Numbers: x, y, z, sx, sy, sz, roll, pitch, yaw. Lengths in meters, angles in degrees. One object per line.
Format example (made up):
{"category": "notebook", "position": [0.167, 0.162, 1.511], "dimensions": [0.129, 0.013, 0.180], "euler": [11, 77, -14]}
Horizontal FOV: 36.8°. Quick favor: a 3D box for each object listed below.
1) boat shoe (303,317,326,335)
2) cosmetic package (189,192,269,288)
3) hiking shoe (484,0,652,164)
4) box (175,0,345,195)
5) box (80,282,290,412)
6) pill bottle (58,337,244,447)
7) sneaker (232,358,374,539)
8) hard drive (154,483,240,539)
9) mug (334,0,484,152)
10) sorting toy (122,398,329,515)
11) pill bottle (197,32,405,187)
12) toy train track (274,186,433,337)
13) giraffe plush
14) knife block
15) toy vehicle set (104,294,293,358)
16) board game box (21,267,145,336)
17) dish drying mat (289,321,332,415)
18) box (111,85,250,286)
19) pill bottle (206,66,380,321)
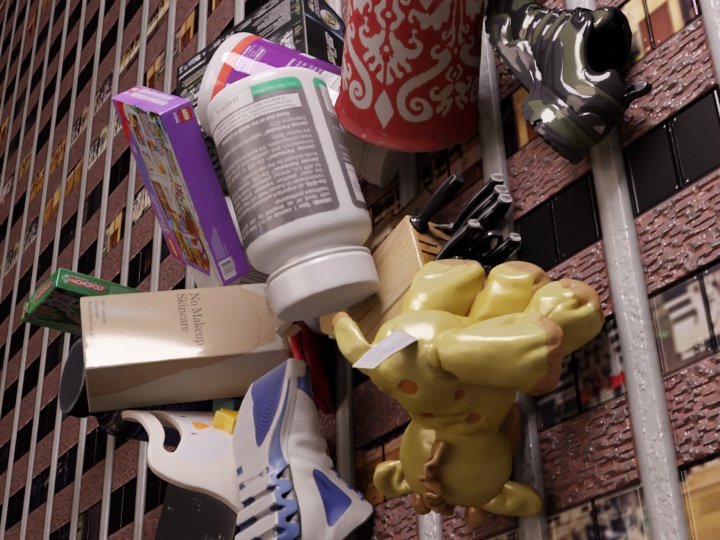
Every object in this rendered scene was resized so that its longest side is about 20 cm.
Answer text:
{"category": "boat shoe", "position": [-0.037, -0.035, 1.112], "dimensions": [0.071, 0.072, 0.201], "euler": [-25, 62, 34]}
{"category": "cosmetic package", "position": [-0.152, -0.038, 1.298], "dimensions": [0.113, 0.081, 0.200], "euler": [-60, 32, 22]}
{"category": "hiking shoe", "position": [0.168, -0.176, 0.862], "dimensions": [0.101, 0.076, 0.201], "euler": [-36, 46, 23]}
{"category": "box", "position": [-0.113, -0.209, 1.241], "dimensions": [0.200, 0.086, 0.164], "euler": [-30, 44, 24]}
{"category": "box", "position": [-0.177, 0.076, 1.092], "dimensions": [0.078, 0.199, 0.095], "euler": [101, 157, -48]}
{"category": "pill bottle", "position": [-0.229, 0.138, 1.221], "dimensions": [0.112, 0.199, 0.112], "euler": [-33, 49, 48]}
{"category": "sneaker", "position": [-0.051, 0.192, 0.989], "dimensions": [0.080, 0.115, 0.200], "euler": [-31, 47, 40]}
{"category": "hard drive", "position": [-0.178, 0.315, 1.207], "dimensions": [0.200, 0.042, 0.136], "euler": [1, 77, 59]}
{"category": "mug", "position": [0.047, -0.235, 0.943], "dimensions": [0.178, 0.133, 0.201], "euler": [-88, 0, -49]}
{"category": "sorting toy", "position": [-0.142, 0.181, 1.078], "dimensions": [0.200, 0.179, 0.107], "euler": [37, 108, 57]}
{"category": "pill bottle", "position": [-0.053, -0.154, 1.075], "dimensions": [0.113, 0.199, 0.113], "euler": [-60, -15, -28]}
{"category": "toy train track", "position": [0.000, 0.000, 1.033], "dimensions": [0.200, 0.033, 0.115], "euler": [-42, 7, 11]}
{"category": "giraffe plush", "position": [0.080, 0.101, 0.801], "dimensions": [0.172, 0.199, 0.163], "euler": [20, 126, 50]}
{"category": "knife block", "position": [0.053, -0.007, 0.960], "dimensions": [0.200, 0.064, 0.176], "euler": [11, 85, 60]}
{"category": "toy vehicle set", "position": [-0.174, 0.079, 1.164], "dimensions": [0.027, 0.199, 0.125], "euler": [103, 161, -47]}
{"category": "board game box", "position": [-0.324, 0.058, 1.414], "dimensions": [0.134, 0.199, 0.029], "euler": [-31, 49, 49]}
{"category": "dish drying mat", "position": [-0.061, 0.050, 1.122], "dimensions": [0.018, 0.077, 0.200], "euler": [-22, 47, 7]}
{"category": "box", "position": [-0.192, -0.092, 1.159], "dimensions": [0.137, 0.039, 0.201], "euler": [24, 137, 53]}
{"category": "pill bottle", "position": [-0.056, -0.065, 0.948], "dimensions": [0.113, 0.113, 0.201], "euler": [-33, 70, 48]}
